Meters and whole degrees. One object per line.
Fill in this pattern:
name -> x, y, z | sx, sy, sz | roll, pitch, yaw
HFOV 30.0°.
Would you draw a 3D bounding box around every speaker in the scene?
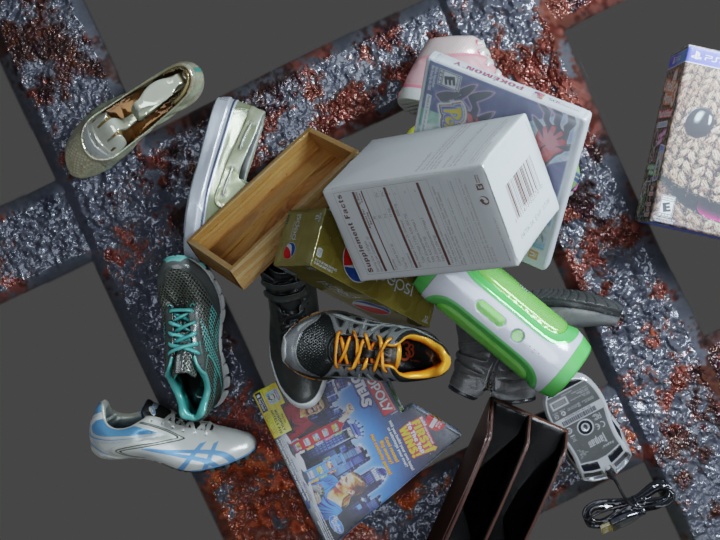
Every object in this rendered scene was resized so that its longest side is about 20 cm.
speaker -> 0.157, 0.049, 1.486 | 0.200, 0.088, 0.089 | 39, 93, 2

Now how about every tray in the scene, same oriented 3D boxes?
tray -> -0.093, -0.072, 1.516 | 0.200, 0.098, 0.037 | -45, 132, -14

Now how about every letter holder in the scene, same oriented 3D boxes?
letter holder -> 0.149, 0.268, 1.504 | 0.100, 0.142, 0.201 | 23, 105, 3

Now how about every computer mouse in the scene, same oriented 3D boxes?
computer mouse -> 0.278, 0.205, 1.571 | 0.109, 0.044, 0.201 | -27, 97, 7

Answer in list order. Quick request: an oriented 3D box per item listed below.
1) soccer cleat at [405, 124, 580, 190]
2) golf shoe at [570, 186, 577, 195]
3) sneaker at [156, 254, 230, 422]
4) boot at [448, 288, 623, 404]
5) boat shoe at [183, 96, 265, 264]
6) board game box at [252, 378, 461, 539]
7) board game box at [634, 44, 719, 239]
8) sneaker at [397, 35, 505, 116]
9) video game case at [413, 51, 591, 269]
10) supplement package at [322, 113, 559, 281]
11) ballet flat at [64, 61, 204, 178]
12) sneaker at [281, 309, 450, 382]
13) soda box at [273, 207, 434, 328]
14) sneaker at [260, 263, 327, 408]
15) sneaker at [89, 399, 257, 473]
soccer cleat -> 0.144, -0.130, 1.469 | 0.198, 0.084, 0.065 | 15, 87, 8
golf shoe -> 0.150, -0.103, 1.553 | 0.198, 0.075, 0.092 | 15, 101, 9
sneaker -> -0.192, 0.083, 1.527 | 0.077, 0.091, 0.202 | -7, 112, 9
boot -> 0.203, 0.090, 1.564 | 0.198, 0.070, 0.133 | 2, 98, 10
boat shoe -> -0.159, -0.101, 1.555 | 0.061, 0.072, 0.202 | 12, 90, 6
board game box -> 0.006, 0.188, 1.567 | 0.199, 0.062, 0.201 | -26, 89, 0
board game box -> 0.417, -0.137, 1.525 | 0.158, 0.097, 0.202 | 12, 93, 1
sneaker -> 0.150, -0.209, 1.525 | 0.198, 0.075, 0.105 | 18, 74, 11
video game case -> 0.138, -0.114, 1.426 | 0.181, 0.023, 0.201 | 24, 131, 17
supplement package -> 0.084, -0.073, 1.394 | 0.199, 0.117, 0.118 | -5, 119, 37
ballet flat -> -0.271, -0.181, 1.560 | 0.199, 0.062, 0.068 | -38, 90, 3
sneaker -> 0.010, 0.087, 1.480 | 0.198, 0.077, 0.079 | 2, 94, -21
soda box -> 0.000, 0.000, 1.496 | 0.199, 0.064, 0.068 | 29, 70, -41
sneaker -> -0.080, 0.051, 1.514 | 0.070, 0.099, 0.202 | -8, 70, 8
sneaker -> -0.219, 0.191, 1.567 | 0.198, 0.072, 0.073 | 5, 108, 2
